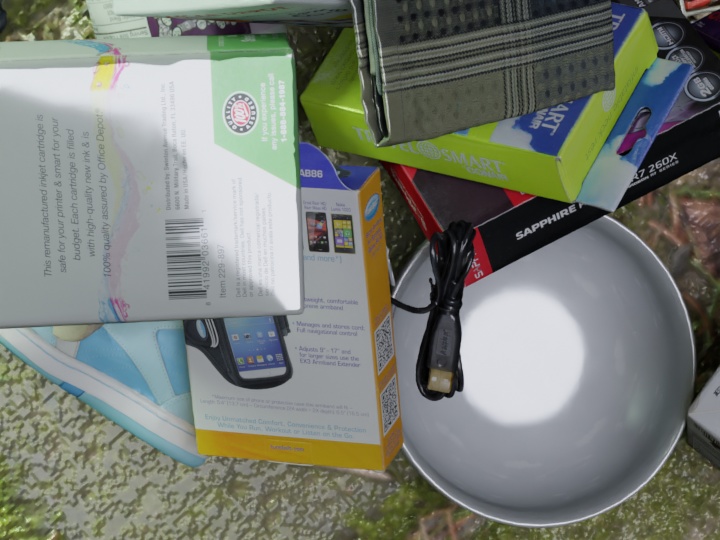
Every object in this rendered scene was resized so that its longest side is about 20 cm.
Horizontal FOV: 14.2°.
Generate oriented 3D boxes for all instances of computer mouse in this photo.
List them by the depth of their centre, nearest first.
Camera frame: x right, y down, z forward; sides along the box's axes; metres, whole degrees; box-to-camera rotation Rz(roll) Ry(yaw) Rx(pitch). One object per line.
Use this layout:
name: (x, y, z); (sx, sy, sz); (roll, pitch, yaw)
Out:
computer mouse: (0.000, 0.000, 1.697); (0.044, 0.200, 0.110); (-19, 119, -35)

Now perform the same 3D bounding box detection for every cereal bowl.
cereal bowl: (0.102, 0.055, 1.767); (0.200, 0.083, 0.201); (0, 89, -8)

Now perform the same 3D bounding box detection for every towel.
towel: (0.061, -0.175, 1.547); (0.200, 0.034, 0.193); (-15, 104, -44)

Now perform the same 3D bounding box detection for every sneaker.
sneaker: (-0.141, 0.015, 1.712); (0.200, 0.080, 0.131); (35, 89, -25)

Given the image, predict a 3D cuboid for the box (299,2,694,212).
box: (0.079, -0.110, 1.683); (0.122, 0.200, 0.048); (-59, 147, -27)

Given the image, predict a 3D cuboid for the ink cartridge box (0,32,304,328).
ink cartridge box: (-0.133, -0.049, 1.540); (0.199, 0.088, 0.146); (-3, 102, -4)

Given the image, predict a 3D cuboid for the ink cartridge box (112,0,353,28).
ink cartridge box: (-0.021, -0.210, 1.584); (0.200, 0.145, 0.145); (-1, 91, -42)

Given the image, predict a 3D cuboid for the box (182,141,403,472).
box: (-0.043, 0.014, 1.642); (0.119, 0.041, 0.200); (4, 113, 20)

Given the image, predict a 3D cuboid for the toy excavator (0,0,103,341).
toy excavator: (-0.228, -0.064, 1.641); (0.100, 0.194, 0.200); (-41, 127, -42)

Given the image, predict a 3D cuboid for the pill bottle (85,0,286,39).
pill bottle: (-0.105, -0.167, 1.680); (0.112, 0.112, 0.200); (-17, 101, -12)

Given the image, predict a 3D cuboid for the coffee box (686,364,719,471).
coffee box: (0.260, 0.075, 1.750); (0.080, 0.200, 0.114); (37, 88, 10)

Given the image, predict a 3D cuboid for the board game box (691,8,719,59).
board game box: (0.269, -0.057, 1.763); (0.032, 0.120, 0.200); (-27, 116, -6)

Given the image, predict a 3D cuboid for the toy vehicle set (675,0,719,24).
toy vehicle set: (0.171, -0.186, 1.791); (0.124, 0.027, 0.200); (-14, 100, -12)

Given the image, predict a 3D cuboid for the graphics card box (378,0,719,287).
graphics card box: (0.117, -0.085, 1.714); (0.200, 0.126, 0.051); (-26, 139, -5)
